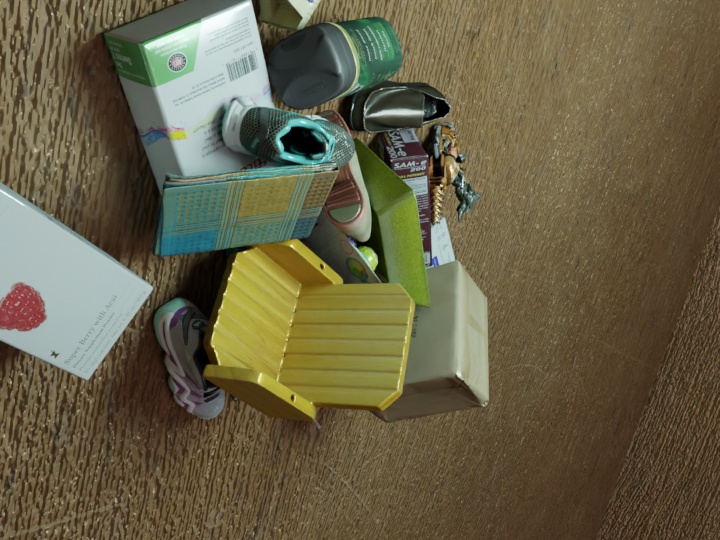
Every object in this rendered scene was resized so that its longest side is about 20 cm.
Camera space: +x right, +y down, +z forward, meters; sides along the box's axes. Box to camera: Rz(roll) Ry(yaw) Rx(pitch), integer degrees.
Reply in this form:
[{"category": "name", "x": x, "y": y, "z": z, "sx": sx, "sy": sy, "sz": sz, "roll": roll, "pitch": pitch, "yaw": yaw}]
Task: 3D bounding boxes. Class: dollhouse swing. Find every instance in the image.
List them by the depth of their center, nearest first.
[{"category": "dollhouse swing", "x": -0.056, "y": 0.064, "z": 0.869, "sx": 0.182, "sy": 0.174, "sz": 0.202, "roll": 43, "pitch": 49, "yaw": -42}]

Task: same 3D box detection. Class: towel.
[{"category": "towel", "x": -0.133, "y": -0.069, "z": 0.803, "sx": 0.198, "sy": 0.022, "sz": 0.147, "roll": -10, "pitch": 154, "yaw": -27}]

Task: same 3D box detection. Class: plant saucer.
[{"category": "plant saucer", "x": 0.026, "y": -0.064, "z": 1.031, "sx": 0.047, "sy": 0.200, "sz": 0.202, "roll": -21, "pitch": 128, "yaw": -14}]

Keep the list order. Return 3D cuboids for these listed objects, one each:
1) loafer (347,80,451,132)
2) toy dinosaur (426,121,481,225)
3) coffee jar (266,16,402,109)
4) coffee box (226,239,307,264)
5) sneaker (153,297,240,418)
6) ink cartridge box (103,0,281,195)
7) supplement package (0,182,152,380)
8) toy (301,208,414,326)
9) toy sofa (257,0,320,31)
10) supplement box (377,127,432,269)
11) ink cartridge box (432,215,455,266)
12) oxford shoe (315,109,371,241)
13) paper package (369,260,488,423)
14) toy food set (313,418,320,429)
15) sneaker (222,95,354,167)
[{"category": "loafer", "x": 0.063, "y": -0.247, "z": 1.054, "sx": 0.199, "sy": 0.071, "sz": 0.074, "roll": -23, "pitch": 126, "yaw": -40}, {"category": "toy dinosaur", "x": 0.126, "y": -0.151, "z": 1.143, "sx": 0.201, "sy": 0.101, "sz": 0.136, "roll": -55, "pitch": 144, "yaw": -30}, {"category": "coffee jar", "x": -0.028, "y": -0.258, "z": 0.869, "sx": 0.086, "sy": 0.103, "sz": 0.200, "roll": 66, "pitch": 29, "yaw": -11}, {"category": "coffee box", "x": -0.124, "y": 0.060, "z": 0.985, "sx": 0.122, "sy": 0.044, "sz": 0.203, "roll": -6, "pitch": 96, "yaw": -47}, {"category": "sneaker", "x": -0.193, "y": 0.142, "z": 0.918, "sx": 0.078, "sy": 0.139, "sz": 0.201, "roll": -37, "pitch": 134, "yaw": -29}, {"category": "ink cartridge box", "x": -0.178, "y": -0.189, "z": 0.801, "sx": 0.144, "sy": 0.084, "sz": 0.202, "roll": -36, "pitch": 134, "yaw": -31}, {"category": "supplement package", "x": -0.334, "y": 0.001, "z": 0.699, "sx": 0.122, "sy": 0.119, "sz": 0.200, "roll": -56, "pitch": 140, "yaw": -9}, {"category": "toy", "x": 0.000, "y": 0.000, "z": 1.003, "sx": 0.047, "sy": 0.115, "sz": 0.201, "roll": -36, "pitch": 95, "yaw": -30}, {"category": "toy sofa", "x": -0.119, "y": -0.367, "z": 0.775, "sx": 0.098, "sy": 0.082, "sz": 0.200, "roll": -58, "pitch": 141, "yaw": -5}, {"category": "supplement box", "x": 0.070, "y": -0.106, "z": 1.102, "sx": 0.060, "sy": 0.109, "sz": 0.202, "roll": -9, "pitch": 123, "yaw": -5}, {"category": "ink cartridge box", "x": 0.084, "y": -0.003, "z": 1.228, "sx": 0.200, "sy": 0.039, "sz": 0.100, "roll": -41, "pitch": 130, "yaw": -30}, {"category": "oxford shoe", "x": -0.030, "y": -0.126, "z": 0.950, "sx": 0.070, "sy": 0.202, "sz": 0.074, "roll": -18, "pitch": 150, "yaw": 11}, {"category": "paper package", "x": 0.091, "y": 0.111, "z": 1.065, "sx": 0.103, "sy": 0.189, "sz": 0.202, "roll": 45, "pitch": 40, "yaw": -40}, {"category": "toy food set", "x": -0.031, "y": 0.150, "z": 1.171, "sx": 0.200, "sy": 0.060, "sz": 0.144, "roll": -47, "pitch": 139, "yaw": -21}, {"category": "sneaker", "x": -0.063, "y": -0.144, "z": 0.821, "sx": 0.199, "sy": 0.091, "sz": 0.078, "roll": -2, "pitch": 111, "yaw": -52}]
